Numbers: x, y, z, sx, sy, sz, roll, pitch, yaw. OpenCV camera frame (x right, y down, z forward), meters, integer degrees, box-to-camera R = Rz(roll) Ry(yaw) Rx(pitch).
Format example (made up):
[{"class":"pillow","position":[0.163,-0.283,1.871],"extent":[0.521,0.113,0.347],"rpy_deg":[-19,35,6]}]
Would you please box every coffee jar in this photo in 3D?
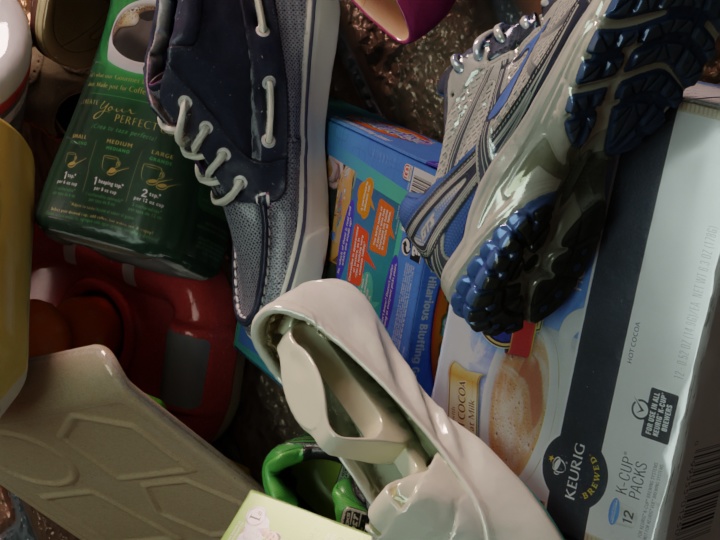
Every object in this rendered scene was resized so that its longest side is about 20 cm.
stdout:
[{"class":"coffee jar","position":[-0.104,-0.101,0.914],"extent":[0.104,0.085,0.201],"rpy_deg":[14,84,24]}]

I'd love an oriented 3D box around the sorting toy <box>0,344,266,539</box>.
[{"class":"sorting toy","position":[-0.141,0.116,0.958],"extent":[0.185,0.200,0.037],"rpy_deg":[-12,43,39]}]

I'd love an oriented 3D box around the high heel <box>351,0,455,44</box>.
[{"class":"high heel","position":[-0.035,-0.194,0.827],"extent":[0.199,0.096,0.067],"rpy_deg":[26,145,2]}]

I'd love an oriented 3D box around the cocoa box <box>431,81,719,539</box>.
[{"class":"cocoa box","position":[0.128,0.013,0.744],"extent":[0.131,0.133,0.201],"rpy_deg":[19,104,36]}]

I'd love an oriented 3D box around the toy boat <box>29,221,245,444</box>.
[{"class":"toy boat","position":[-0.171,0.038,0.979],"extent":[0.200,0.131,0.131],"rpy_deg":[16,103,36]}]

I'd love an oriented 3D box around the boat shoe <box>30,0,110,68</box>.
[{"class":"boat shoe","position":[-0.158,-0.213,0.969],"extent":[0.072,0.072,0.201],"rpy_deg":[4,77,43]}]

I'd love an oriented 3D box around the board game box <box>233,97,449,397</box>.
[{"class":"board game box","position":[0.000,0.000,0.850],"extent":[0.200,0.045,0.153],"rpy_deg":[33,116,59]}]

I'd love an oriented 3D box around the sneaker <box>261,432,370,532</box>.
[{"class":"sneaker","position":[0.030,0.143,0.861],"extent":[0.200,0.085,0.078],"rpy_deg":[20,105,34]}]

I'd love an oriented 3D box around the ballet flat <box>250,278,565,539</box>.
[{"class":"ballet flat","position":[0.015,0.085,0.715],"extent":[0.200,0.069,0.070],"rpy_deg":[52,121,26]}]

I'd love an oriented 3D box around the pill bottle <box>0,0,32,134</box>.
[{"class":"pill bottle","position":[-0.260,-0.082,0.977],"extent":[0.116,0.116,0.200],"rpy_deg":[56,151,20]}]

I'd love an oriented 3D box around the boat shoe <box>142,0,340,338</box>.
[{"class":"boat shoe","position":[-0.069,-0.062,0.841],"extent":[0.075,0.092,0.201],"rpy_deg":[-6,80,62]}]

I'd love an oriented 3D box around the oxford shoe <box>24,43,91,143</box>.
[{"class":"oxford shoe","position":[-0.211,-0.114,1.039],"extent":[0.200,0.070,0.075],"rpy_deg":[-15,87,38]}]

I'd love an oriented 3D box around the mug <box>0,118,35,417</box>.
[{"class":"mug","position":[-0.242,0.003,0.856],"extent":[0.149,0.187,0.154],"rpy_deg":[-12,61,-3]}]

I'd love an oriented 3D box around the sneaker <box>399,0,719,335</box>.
[{"class":"sneaker","position":[0.072,-0.076,0.655],"extent":[0.085,0.077,0.200],"rpy_deg":[45,115,35]}]

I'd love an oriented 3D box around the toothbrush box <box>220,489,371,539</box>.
[{"class":"toothbrush box","position":[0.027,0.206,0.812],"extent":[0.199,0.146,0.086],"rpy_deg":[14,59,30]}]
